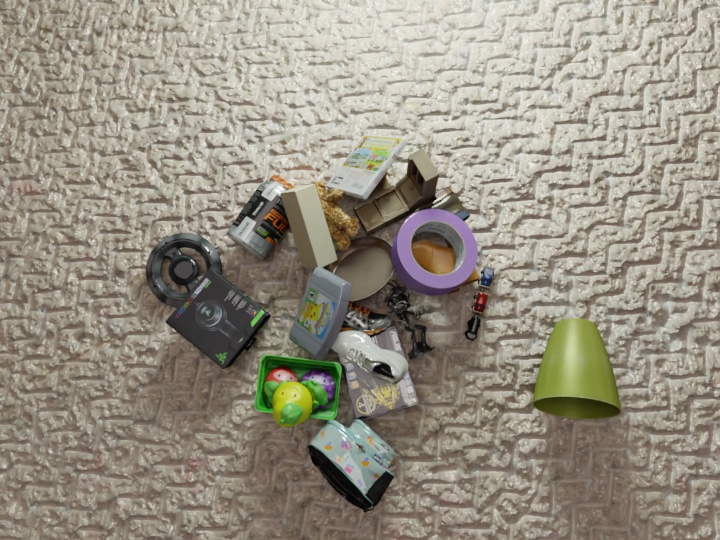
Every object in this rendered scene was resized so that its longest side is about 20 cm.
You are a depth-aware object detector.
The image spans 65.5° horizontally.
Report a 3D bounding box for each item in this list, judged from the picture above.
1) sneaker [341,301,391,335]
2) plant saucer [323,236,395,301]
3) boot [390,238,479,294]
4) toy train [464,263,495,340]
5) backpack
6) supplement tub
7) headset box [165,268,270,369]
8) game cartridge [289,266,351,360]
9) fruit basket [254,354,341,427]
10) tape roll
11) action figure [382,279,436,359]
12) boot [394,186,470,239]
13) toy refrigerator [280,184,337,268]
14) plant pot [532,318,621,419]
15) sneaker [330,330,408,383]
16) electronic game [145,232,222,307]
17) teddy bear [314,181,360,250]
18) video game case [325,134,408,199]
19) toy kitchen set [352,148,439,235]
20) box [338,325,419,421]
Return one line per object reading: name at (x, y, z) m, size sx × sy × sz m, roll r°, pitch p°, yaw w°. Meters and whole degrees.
sneaker at (-0.022, 0.109, 1.389) m, size 0.199 × 0.078 × 0.078 m, roll 5°, pitch 105°, yaw 6°
plant saucer at (0.000, 0.000, 1.407) m, size 0.199 × 0.032 × 0.201 m, roll -15°, pitch 49°, yaw 18°
boot at (0.188, -0.005, 1.405) m, size 0.200 × 0.071 × 0.145 m, roll -16°, pitch 71°, yaw -5°
toy train at (0.298, 0.076, 1.393) m, size 0.034 × 0.046 × 0.201 m, roll 15°, pitch 80°, yaw 8°
backpack at (-0.021, 0.431, 1.286) m, size 0.200 × 0.176 × 0.153 m, roll 34°, pitch 67°, yaw 10°
supplement tub at (-0.244, -0.140, 1.449) m, size 0.122 × 0.123 × 0.200 m, roll 32°, pitch 83°, yaw 11°
headset box at (-0.348, 0.126, 1.406) m, size 0.200 × 0.093 × 0.174 m, roll 39°, pitch 84°, yaw 1°
game cartridge at (-0.095, 0.105, 1.349) m, size 0.133 × 0.040 × 0.201 m, roll 26°, pitch 99°, yaw 40°
fruit basket at (-0.151, 0.284, 1.313) m, size 0.215 × 0.216 × 0.156 m, roll 5°, pitch 79°, yaw 6°
tape roll at (0.177, -0.044, 1.346) m, size 0.199 × 0.066 × 0.201 m, roll 3°, pitch 71°, yaw -10°
action figure at (0.128, 0.107, 1.370) m, size 0.102 × 0.119 × 0.201 m, roll -25°, pitch 82°, yaw 34°
boot at (0.185, -0.120, 1.431) m, size 0.200 × 0.075 × 0.097 m, roll -41°, pitch 75°, yaw -6°
toy refrigerator at (-0.127, -0.111, 1.406) m, size 0.070 × 0.076 × 0.201 m, roll -27°, pitch 108°, yaw -33°
plant pot at (0.497, 0.220, 1.293) m, size 0.186 × 0.187 × 0.201 m, roll 7°, pitch 64°, yaw 7°
sneaker at (0.016, 0.202, 1.317) m, size 0.199 × 0.087 × 0.075 m, roll 21°, pitch 103°, yaw 12°
electronic game at (-0.467, 0.000, 1.481) m, size 0.199 × 0.042 × 0.201 m, roll 0°, pitch 83°, yaw -2°
teddy bear at (-0.082, -0.142, 1.442) m, size 0.067 × 0.145 × 0.200 m, roll -22°, pitch 79°, yaw -42°
video game case at (0.012, -0.270, 1.436) m, size 0.023 × 0.200 × 0.182 m, roll 40°, pitch 83°, yaw -32°
toy kitchen set at (0.065, -0.226, 1.408) m, size 0.199 × 0.180 × 0.164 m, roll -28°, pitch 76°, yaw -5°
box at (0.041, 0.254, 1.378) m, size 0.161 × 0.049 × 0.201 m, roll -15°, pitch 76°, yaw 0°
